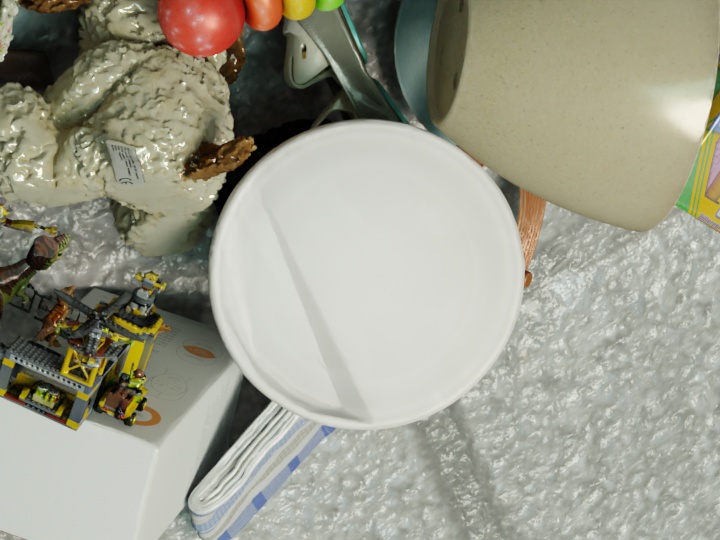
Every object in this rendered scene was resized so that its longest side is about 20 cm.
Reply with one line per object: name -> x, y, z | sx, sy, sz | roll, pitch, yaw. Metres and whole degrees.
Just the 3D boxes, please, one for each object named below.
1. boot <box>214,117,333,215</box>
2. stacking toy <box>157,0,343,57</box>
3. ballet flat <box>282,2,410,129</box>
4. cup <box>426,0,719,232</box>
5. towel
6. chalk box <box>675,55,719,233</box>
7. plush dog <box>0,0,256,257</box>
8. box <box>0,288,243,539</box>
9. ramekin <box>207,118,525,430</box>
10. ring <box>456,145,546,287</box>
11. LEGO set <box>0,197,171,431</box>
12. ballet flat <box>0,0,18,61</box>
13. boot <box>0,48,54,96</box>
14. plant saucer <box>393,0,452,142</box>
boot -> -0.010, -0.037, 1.562 | 0.211, 0.079, 0.158 | -24, 99, -44
stacking toy -> -0.034, -0.192, 1.356 | 0.200, 0.085, 0.085 | -25, 123, -14
ballet flat -> -0.015, -0.125, 1.479 | 0.064, 0.067, 0.200 | -32, 104, -7
cup -> 0.122, -0.132, 1.372 | 0.143, 0.200, 0.200 | 7, 112, -13
towel -> -0.065, 0.135, 1.561 | 0.147, 0.024, 0.200 | -48, 170, -12
chalk box -> 0.287, -0.136, 1.633 | 0.124, 0.124, 0.200 | 26, 100, -35
plush dog -> -0.137, -0.122, 1.401 | 0.160, 0.172, 0.200 | -21, 152, 36
box -> -0.167, 0.102, 1.458 | 0.124, 0.200, 0.098 | 18, 111, 9
ramekin -> 0.000, 0.000, 1.426 | 0.202, 0.094, 0.203 | 0, 94, -6
ring -> 0.086, -0.016, 1.561 | 0.200, 0.019, 0.201 | -40, 141, -42
LEGO set -> -0.206, 0.002, 1.354 | 0.200, 0.154, 0.116 | 27, 116, 11
ballet flat -> -0.234, -0.221, 1.323 | 0.076, 0.064, 0.200 | -5, 94, -13
boot -> -0.270, -0.148, 1.385 | 0.200, 0.064, 0.187 | 9, 115, -30
plant saucer -> 0.107, -0.182, 1.571 | 0.201, 0.039, 0.201 | -11, 118, -22
